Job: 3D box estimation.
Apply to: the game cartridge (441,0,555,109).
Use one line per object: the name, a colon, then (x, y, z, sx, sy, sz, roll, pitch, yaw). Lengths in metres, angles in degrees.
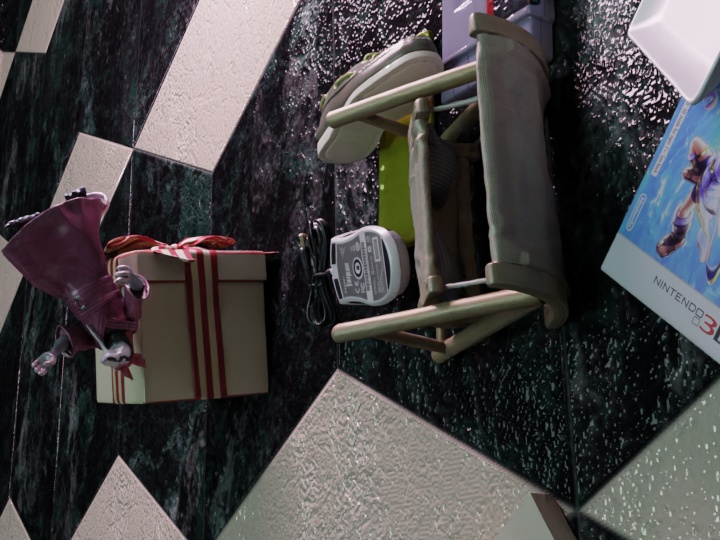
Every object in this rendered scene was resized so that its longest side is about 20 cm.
game cartridge: (0.114, -0.256, 0.886, 0.129, 0.038, 0.205, -24, 61, 59)

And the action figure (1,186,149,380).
action figure: (-0.287, 0.026, 1.077, 0.202, 0.132, 0.149, 61, 179, -5)

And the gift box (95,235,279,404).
gift box: (-0.198, 0.053, 1.191, 0.198, 0.182, 0.191, -11, 82, 51)

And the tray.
tray: (0.214, -0.172, 0.634, 0.201, 0.022, 0.109, -82, 14, -66)

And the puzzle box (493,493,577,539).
puzzle box: (0.133, 0.275, 0.710, 0.134, 0.025, 0.202, -60, 36, 31)

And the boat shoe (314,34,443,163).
boat shoe: (0.012, -0.166, 0.956, 0.201, 0.071, 0.062, -37, 53, 57)

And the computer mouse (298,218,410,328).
computer mouse: (0.000, 0.000, 0.978, 0.199, 0.043, 0.112, -4, 92, 62)

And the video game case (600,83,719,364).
video game case: (0.245, -0.044, 0.594, 0.181, 0.045, 0.203, 47, 122, 52)

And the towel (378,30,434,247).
towel: (0.042, -0.121, 0.983, 0.086, 0.018, 0.205, -22, 64, 56)

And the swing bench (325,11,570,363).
swing bench: (0.079, -0.053, 0.801, 0.199, 0.128, 0.203, -23, 62, 49)
